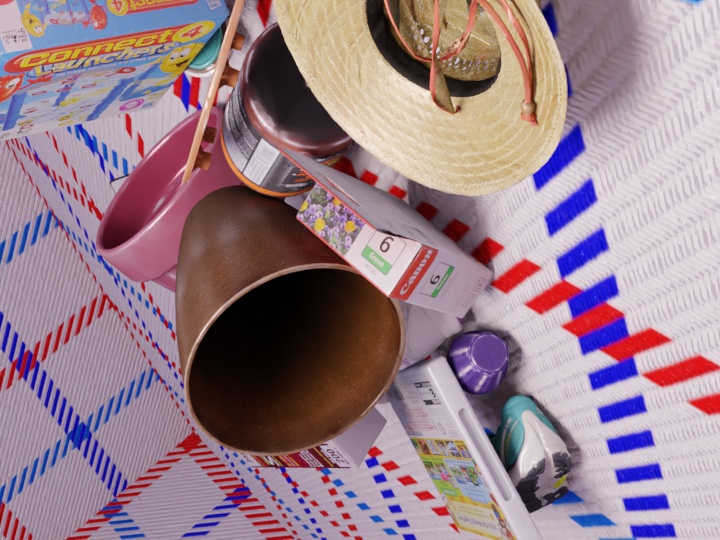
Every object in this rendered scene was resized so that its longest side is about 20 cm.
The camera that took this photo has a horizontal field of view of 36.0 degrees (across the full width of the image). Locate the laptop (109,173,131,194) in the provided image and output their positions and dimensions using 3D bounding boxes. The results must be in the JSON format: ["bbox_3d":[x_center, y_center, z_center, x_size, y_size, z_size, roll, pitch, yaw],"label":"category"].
[{"bbox_3d":[-0.197,-0.042,1.420,0.117,0.197,0.189,-96,-14,-50],"label":"laptop"}]

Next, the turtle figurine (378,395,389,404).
[{"bbox_3d":[-0.003,0.073,1.209,0.195,0.197,0.146,117,142,-48],"label":"turtle figurine"}]

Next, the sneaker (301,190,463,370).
[{"bbox_3d":[0.000,0.000,0.995,0.201,0.099,0.075,50,-172,10],"label":"sneaker"}]

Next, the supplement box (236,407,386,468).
[{"bbox_3d":[-0.077,0.139,1.093,0.109,0.061,0.199,48,149,-19],"label":"supplement box"}]

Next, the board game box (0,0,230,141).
[{"bbox_3d":[-0.236,-0.180,0.923,0.195,0.198,0.057,-29,82,57],"label":"board game box"}]

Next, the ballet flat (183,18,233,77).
[{"bbox_3d":[-0.166,-0.233,1.051,0.200,0.069,0.070,44,162,36],"label":"ballet flat"}]

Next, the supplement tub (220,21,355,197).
[{"bbox_3d":[-0.057,-0.122,0.901,0.107,0.107,0.200,52,164,-1],"label":"supplement tub"}]

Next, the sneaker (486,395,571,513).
[{"bbox_3d":[0.155,0.183,1.055,0.201,0.076,0.080,93,155,-58],"label":"sneaker"}]

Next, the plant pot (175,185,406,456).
[{"bbox_3d":[-0.083,0.019,0.943,0.201,0.185,0.188,57,173,49],"label":"plant pot"}]

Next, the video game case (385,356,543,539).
[{"bbox_3d":[0.087,0.170,1.042,0.184,0.023,0.200,62,165,1],"label":"video game case"}]

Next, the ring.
[{"bbox_3d":[-0.098,-0.161,0.834,0.019,0.204,0.200,16,166,-10],"label":"ring"}]

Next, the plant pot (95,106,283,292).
[{"bbox_3d":[-0.158,-0.045,1.208,0.179,0.201,0.199,42,169,-27],"label":"plant pot"}]

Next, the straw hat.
[{"bbox_3d":[0.051,-0.142,0.614,0.200,0.085,0.202,32,151,20],"label":"straw hat"}]

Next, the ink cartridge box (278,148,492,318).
[{"bbox_3d":[0.013,-0.024,0.844,0.109,0.051,0.199,41,-168,29],"label":"ink cartridge box"}]

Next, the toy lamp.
[{"bbox_3d":[0.095,0.095,1.029,0.058,0.058,0.200,50,166,5],"label":"toy lamp"}]

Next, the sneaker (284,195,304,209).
[{"bbox_3d":[-0.023,0.011,1.060,0.080,0.070,0.203,-25,-88,-63],"label":"sneaker"}]
